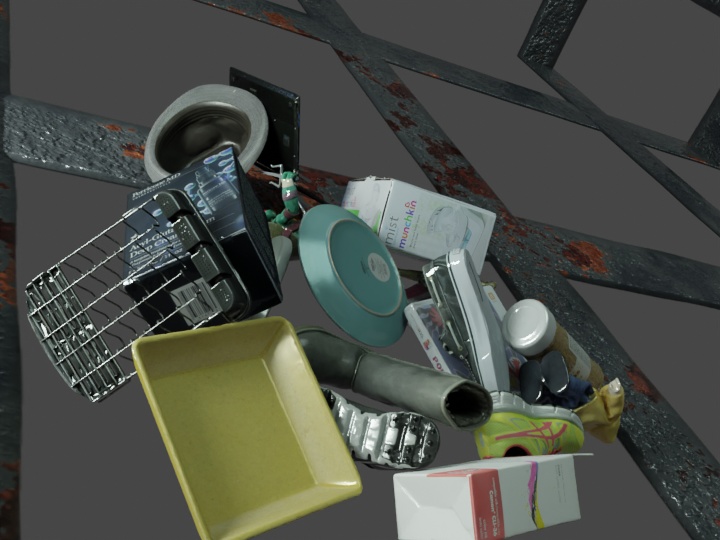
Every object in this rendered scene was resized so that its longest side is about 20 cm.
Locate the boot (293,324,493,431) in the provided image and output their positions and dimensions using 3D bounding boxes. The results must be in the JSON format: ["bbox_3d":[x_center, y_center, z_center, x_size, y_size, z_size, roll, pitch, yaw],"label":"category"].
[{"bbox_3d":[0.022,0.122,0.975,0.179,0.074,0.198,8,11,-43],"label":"boot"}]

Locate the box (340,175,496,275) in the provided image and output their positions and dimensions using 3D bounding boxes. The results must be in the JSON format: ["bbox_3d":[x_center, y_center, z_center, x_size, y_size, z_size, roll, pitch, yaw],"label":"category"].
[{"bbox_3d":[0.077,-0.071,1.337,0.173,0.099,0.199,15,0,-21],"label":"box"}]

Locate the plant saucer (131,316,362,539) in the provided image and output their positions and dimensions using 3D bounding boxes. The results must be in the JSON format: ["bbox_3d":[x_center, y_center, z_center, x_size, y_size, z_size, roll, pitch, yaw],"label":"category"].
[{"bbox_3d":[-0.114,0.153,0.854,0.198,0.048,0.203,-6,63,-48],"label":"plant saucer"}]

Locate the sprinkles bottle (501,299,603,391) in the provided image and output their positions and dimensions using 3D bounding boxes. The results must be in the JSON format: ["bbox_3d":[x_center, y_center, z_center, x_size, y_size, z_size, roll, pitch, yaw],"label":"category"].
[{"bbox_3d":[0.260,0.112,1.190,0.199,0.068,0.069,40,11,-43],"label":"sprinkles bottle"}]

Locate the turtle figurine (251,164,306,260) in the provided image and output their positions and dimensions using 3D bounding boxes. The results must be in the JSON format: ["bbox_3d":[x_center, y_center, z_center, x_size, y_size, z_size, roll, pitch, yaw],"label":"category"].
[{"bbox_3d":[-0.082,-0.056,1.264,0.198,0.102,0.150,31,-14,21],"label":"turtle figurine"}]

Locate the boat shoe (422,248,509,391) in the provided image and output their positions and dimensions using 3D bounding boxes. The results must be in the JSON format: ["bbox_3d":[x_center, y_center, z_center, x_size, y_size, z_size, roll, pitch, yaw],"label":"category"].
[{"bbox_3d":[0.132,0.075,1.116,0.072,0.070,0.205,-16,89,-67],"label":"boat shoe"}]

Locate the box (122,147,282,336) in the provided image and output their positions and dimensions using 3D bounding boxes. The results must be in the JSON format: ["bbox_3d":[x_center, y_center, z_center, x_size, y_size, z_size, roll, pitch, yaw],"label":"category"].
[{"bbox_3d":[-0.184,-0.029,1.029,0.146,0.108,0.201,-24,34,2],"label":"box"}]

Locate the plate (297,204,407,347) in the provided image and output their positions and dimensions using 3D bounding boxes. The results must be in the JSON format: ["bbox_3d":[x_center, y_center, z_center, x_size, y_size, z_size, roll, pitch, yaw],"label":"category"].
[{"bbox_3d":[0.000,0.000,1.129,0.198,0.025,0.203,33,40,-32],"label":"plate"}]

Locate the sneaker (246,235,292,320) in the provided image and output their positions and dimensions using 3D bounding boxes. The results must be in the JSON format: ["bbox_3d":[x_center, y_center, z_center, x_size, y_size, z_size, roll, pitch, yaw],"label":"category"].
[{"bbox_3d":[-0.140,0.001,1.128,0.083,0.074,0.201,25,28,-6],"label":"sneaker"}]

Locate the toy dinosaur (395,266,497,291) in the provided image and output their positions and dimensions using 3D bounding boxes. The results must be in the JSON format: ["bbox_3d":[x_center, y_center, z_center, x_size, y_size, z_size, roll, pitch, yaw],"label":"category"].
[{"bbox_3d":[0.110,0.017,1.295,0.196,0.048,0.088,18,15,-12],"label":"toy dinosaur"}]

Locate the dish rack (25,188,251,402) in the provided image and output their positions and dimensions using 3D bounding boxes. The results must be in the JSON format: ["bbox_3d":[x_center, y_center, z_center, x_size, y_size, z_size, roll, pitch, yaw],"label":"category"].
[{"bbox_3d":[-0.227,0.027,0.890,0.155,0.198,0.055,56,-1,7],"label":"dish rack"}]

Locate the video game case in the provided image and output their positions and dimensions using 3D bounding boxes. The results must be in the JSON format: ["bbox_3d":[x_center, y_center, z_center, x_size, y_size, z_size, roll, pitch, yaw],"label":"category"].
[{"bbox_3d":[0.163,0.112,1.189,0.198,0.023,0.185,-9,64,-49],"label":"video game case"}]

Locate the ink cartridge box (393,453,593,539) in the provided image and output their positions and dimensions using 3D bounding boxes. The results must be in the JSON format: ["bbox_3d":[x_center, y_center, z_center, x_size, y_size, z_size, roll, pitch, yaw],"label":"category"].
[{"bbox_3d":[0.144,0.230,0.913,0.197,0.115,0.069,1,79,-39],"label":"ink cartridge box"}]

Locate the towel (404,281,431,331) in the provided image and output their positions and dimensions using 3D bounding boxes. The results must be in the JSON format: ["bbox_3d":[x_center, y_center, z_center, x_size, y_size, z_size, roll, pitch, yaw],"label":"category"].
[{"bbox_3d":[0.142,0.081,1.287,0.199,0.030,0.145,37,29,21],"label":"towel"}]

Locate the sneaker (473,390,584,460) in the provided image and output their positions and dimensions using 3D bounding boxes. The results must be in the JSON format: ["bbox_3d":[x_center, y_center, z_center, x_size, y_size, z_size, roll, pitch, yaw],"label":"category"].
[{"bbox_3d":[0.201,0.210,1.079,0.197,0.078,0.092,18,58,-35],"label":"sneaker"}]

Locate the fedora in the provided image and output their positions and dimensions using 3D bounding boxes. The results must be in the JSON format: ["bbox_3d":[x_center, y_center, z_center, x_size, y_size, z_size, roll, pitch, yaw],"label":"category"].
[{"bbox_3d":[-0.218,-0.166,1.290,0.173,0.091,0.203,11,55,11],"label":"fedora"}]

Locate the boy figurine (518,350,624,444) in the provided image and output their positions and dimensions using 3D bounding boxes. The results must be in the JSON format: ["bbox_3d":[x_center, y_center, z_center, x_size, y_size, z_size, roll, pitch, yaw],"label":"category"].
[{"bbox_3d":[0.291,0.172,1.161,0.198,0.123,0.066,30,43,-40],"label":"boy figurine"}]

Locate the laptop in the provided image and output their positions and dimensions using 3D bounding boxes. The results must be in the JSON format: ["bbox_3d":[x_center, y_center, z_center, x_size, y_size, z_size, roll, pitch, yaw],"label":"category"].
[{"bbox_3d":[-0.113,-0.196,1.355,0.102,0.204,0.176,-19,35,-37],"label":"laptop"}]

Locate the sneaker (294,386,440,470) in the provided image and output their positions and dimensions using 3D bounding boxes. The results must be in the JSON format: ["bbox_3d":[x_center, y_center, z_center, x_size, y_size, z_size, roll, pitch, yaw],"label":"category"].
[{"bbox_3d":[-0.006,0.175,0.952,0.195,0.068,0.091,11,-21,17],"label":"sneaker"}]
